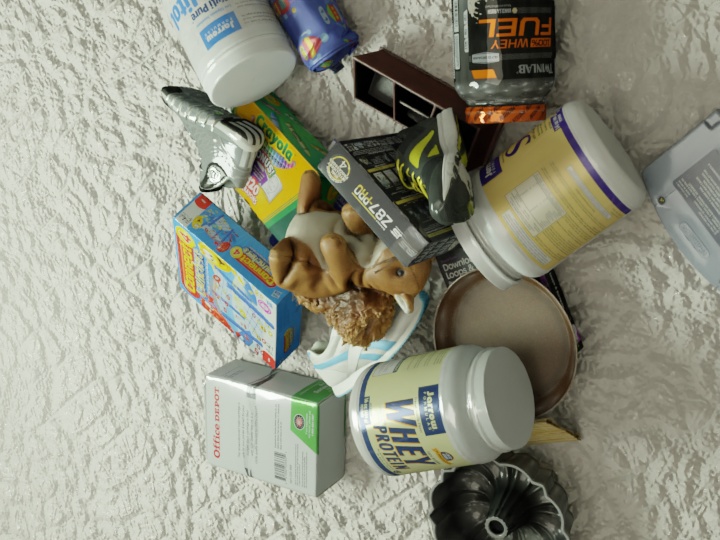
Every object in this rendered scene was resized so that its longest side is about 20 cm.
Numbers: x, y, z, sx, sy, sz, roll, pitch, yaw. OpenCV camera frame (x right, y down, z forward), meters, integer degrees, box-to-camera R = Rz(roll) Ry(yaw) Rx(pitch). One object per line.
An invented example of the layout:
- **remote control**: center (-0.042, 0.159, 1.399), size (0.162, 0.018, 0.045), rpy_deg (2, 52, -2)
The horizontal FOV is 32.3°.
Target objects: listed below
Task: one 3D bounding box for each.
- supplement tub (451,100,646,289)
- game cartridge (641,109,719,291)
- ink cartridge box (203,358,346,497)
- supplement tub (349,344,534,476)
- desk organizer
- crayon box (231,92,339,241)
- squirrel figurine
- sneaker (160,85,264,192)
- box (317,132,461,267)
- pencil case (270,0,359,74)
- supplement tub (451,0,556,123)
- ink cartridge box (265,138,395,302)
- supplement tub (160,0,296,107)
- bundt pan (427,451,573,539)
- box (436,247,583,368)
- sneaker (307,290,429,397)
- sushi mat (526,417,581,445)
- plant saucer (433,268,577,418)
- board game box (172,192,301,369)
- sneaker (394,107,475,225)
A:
- **supplement tub**: center (0.214, -0.084, 1.447), size (0.199, 0.145, 0.146), rpy_deg (-36, 85, 20)
- **game cartridge**: center (0.417, -0.064, 1.416), size (0.133, 0.041, 0.201), rpy_deg (-41, 82, 38)
- **ink cartridge box**: center (-0.125, 0.225, 1.809), size (0.197, 0.084, 0.149), rpy_deg (12, 111, 28)
- **supplement tub**: center (0.101, 0.172, 1.540), size (0.198, 0.144, 0.147), rpy_deg (-15, 97, 35)
- **desk organizer**: center (0.075, -0.201, 1.560), size (0.199, 0.077, 0.073), rpy_deg (32, 119, 20)
- **crayon box**: center (-0.111, -0.139, 1.671), size (0.200, 0.058, 0.120), rpy_deg (48, 124, 33)
- **squirrel figurine**: center (0.000, 0.000, 1.552), size (0.184, 0.143, 0.202), rpy_deg (12, 140, 14)
- **sneaker**: center (-0.215, -0.169, 1.685), size (0.199, 0.074, 0.117), rpy_deg (35, 118, 38)
- **box**: center (0.053, -0.090, 1.494), size (0.161, 0.199, 0.049), rpy_deg (47, 114, 10)
- **pencil case**: center (-0.071, -0.354, 1.604), size (0.202, 0.086, 0.078), rpy_deg (62, 148, 3)
- **supplement tub**: center (0.166, -0.274, 1.444), size (0.121, 0.122, 0.204), rpy_deg (1, 99, 31)
- **ink cartridge box**: center (-0.011, -0.042, 1.683), size (0.198, 0.047, 0.201), rpy_deg (47, 122, 13)
- **supplement tub**: center (-0.180, -0.332, 1.626), size (0.132, 0.131, 0.202), rpy_deg (-39, 70, 34)
- **bundt pan**: center (0.193, 0.321, 1.641), size (0.199, 0.076, 0.205), rpy_deg (12, 115, 26)
- **box**: center (0.183, 0.028, 1.588), size (0.142, 0.036, 0.203), rpy_deg (-21, 92, 34)
- **sneaker**: center (0.010, 0.085, 1.647), size (0.081, 0.077, 0.200), rpy_deg (47, 117, -4)
- **sushi mat**: center (0.180, 0.217, 1.621), size (0.198, 0.095, 0.012), rpy_deg (-13, 61, 34)
- **plant saucer**: center (0.185, 0.090, 1.567), size (0.197, 0.032, 0.204), rpy_deg (10, 110, 29)
- **board game box**: center (-0.170, 0.018, 1.732), size (0.195, 0.056, 0.201), rpy_deg (39, 154, 17)
- **sneaker**: center (0.081, -0.109, 1.423), size (0.083, 0.201, 0.075), rpy_deg (-16, 122, 13)
